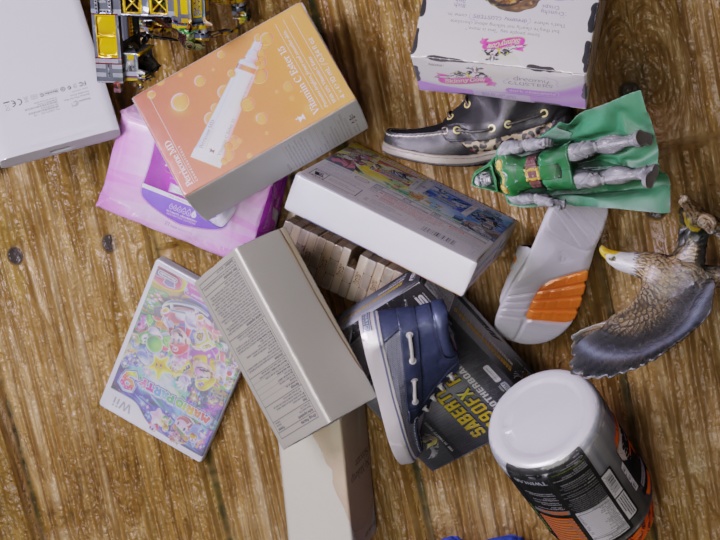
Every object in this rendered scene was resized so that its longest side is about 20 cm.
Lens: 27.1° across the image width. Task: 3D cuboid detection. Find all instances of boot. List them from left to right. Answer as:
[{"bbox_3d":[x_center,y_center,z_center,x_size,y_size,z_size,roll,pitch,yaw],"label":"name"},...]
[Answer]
[{"bbox_3d":[0.062,0.117,1.513,0.090,0.073,0.201,-12,132,4],"label":"boot"},{"bbox_3d":[0.120,-0.184,1.516,0.199,0.073,0.151,2,105,14],"label":"boot"}]

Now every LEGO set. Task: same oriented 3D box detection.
[{"bbox_3d":[-0.194,-0.249,1.545,0.153,0.200,0.117,1,112,4],"label":"LEGO set"}]

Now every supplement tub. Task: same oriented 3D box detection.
[{"bbox_3d":[0.220,0.201,1.512,0.122,0.123,0.200,-17,135,21],"label":"supplement tub"}]

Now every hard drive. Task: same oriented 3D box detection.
[{"bbox_3d":[-0.350,-0.220,1.616,0.131,0.026,0.201,-16,73,-11],"label":"hard drive"}]

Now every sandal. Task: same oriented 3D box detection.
[{"bbox_3d":[0.201,-0.015,1.538,0.079,0.059,0.207,16,120,-11],"label":"sandal"}]

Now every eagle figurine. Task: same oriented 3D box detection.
[{"bbox_3d":[0.293,0.026,1.478,0.151,0.151,0.201,29,97,54],"label":"eagle figurine"}]

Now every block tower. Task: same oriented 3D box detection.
[{"bbox_3d":[0.000,0.000,1.609,0.199,0.058,0.054,24,109,12],"label":"block tower"}]

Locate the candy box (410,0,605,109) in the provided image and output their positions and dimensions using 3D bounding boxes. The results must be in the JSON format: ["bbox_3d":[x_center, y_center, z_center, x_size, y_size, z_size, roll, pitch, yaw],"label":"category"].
[{"bbox_3d":[0.150,-0.266,1.430,0.167,0.072,0.201,9,70,12],"label":"candy box"}]

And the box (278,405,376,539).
[{"bbox_3d":[-0.038,0.210,1.653,0.077,0.095,0.201,-1,104,18],"label":"box"}]

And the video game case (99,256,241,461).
[{"bbox_3d":[-0.206,0.103,1.722,0.143,0.018,0.201,28,110,9],"label":"video game case"}]

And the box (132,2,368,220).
[{"bbox_3d":[-0.111,-0.161,1.534,0.199,0.098,0.125,-30,75,0],"label":"box"}]

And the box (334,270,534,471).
[{"bbox_3d":[0.074,0.102,1.570,0.158,0.048,0.200,-32,109,32],"label":"box"}]

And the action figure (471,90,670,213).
[{"bbox_3d":[0.192,-0.098,1.438,0.199,0.055,0.119,-6,102,40],"label":"action figure"}]

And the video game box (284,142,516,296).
[{"bbox_3d":[0.044,-0.057,1.513,0.199,0.182,0.047,27,113,11],"label":"video game box"}]

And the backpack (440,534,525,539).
[{"bbox_3d":[0.114,0.372,1.606,0.200,0.162,0.168,-42,85,23],"label":"backpack"}]

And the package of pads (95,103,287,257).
[{"bbox_3d":[-0.182,-0.096,1.634,0.199,0.076,0.121,21,108,12],"label":"package of pads"}]

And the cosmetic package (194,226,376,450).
[{"bbox_3d":[-0.079,0.070,1.534,0.103,0.073,0.201,-34,83,51],"label":"cosmetic package"}]
